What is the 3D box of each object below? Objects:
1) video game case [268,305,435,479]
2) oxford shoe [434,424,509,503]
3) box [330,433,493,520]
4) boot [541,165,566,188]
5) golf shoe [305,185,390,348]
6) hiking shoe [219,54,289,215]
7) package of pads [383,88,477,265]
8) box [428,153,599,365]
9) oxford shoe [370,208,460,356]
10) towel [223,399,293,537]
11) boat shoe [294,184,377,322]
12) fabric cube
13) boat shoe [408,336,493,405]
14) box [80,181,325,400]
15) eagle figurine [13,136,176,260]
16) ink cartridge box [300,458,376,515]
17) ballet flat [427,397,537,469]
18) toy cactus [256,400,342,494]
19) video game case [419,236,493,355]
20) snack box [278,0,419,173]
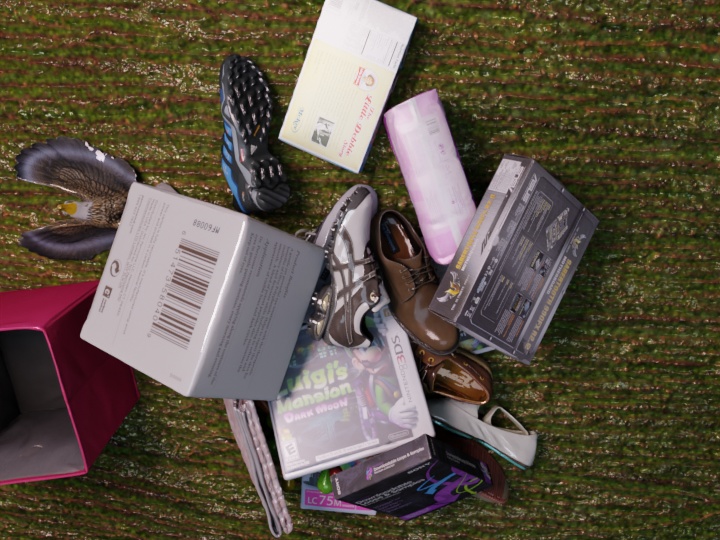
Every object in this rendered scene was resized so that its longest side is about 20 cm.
[{"bbox_3d":[-0.023,0.150,0.869,0.197,0.023,0.184,-16,72,2],"label":"video game case"},{"bbox_3d":[0.133,0.288,0.999,0.199,0.071,0.074,36,132,-11],"label":"oxford shoe"},{"bbox_3d":[0.072,0.275,0.877,0.142,0.036,0.200,-30,141,19],"label":"box"},{"bbox_3d":[0.200,-0.032,0.873,0.200,0.070,0.147,-47,118,-11],"label":"boot"},{"bbox_3d":[0.000,0.000,0.826,0.093,0.078,0.203,17,108,10],"label":"golf shoe"},{"bbox_3d":[-0.155,-0.169,0.857,0.086,0.074,0.203,-11,89,43],"label":"hiking shoe"},{"bbox_3d":[0.091,-0.114,0.832,0.075,0.121,0.203,-20,98,4],"label":"package of pads"},{"bbox_3d":[0.184,-0.009,0.791,0.157,0.048,0.202,28,88,-39],"label":"box"},{"bbox_3d":[0.064,0.014,0.840,0.072,0.084,0.202,-29,82,-12],"label":"oxford shoe"},{"bbox_3d":[-0.151,0.234,0.921,0.032,0.191,0.203,-18,106,-16],"label":"towel"},{"bbox_3d":[-0.048,-0.029,0.897,0.073,0.068,0.202,29,86,-45],"label":"boat shoe"},{"bbox_3d":[-0.435,0.140,0.893,0.193,0.200,0.203,-7,107,5],"label":"fabric cube"},{"bbox_3d":[0.093,0.126,0.916,0.198,0.068,0.073,24,106,-4],"label":"boat shoe"},{"bbox_3d":[-0.184,0.027,0.807,0.198,0.171,0.202,18,89,32],"label":"box"},{"bbox_3d":[-0.347,-0.080,0.880,0.197,0.151,0.153,15,64,27],"label":"eagle figurine"},{"bbox_3d":[-0.027,0.263,1.000,0.117,0.042,0.203,4,104,1],"label":"ink cartridge box"},{"bbox_3d":[0.172,0.218,0.975,0.198,0.070,0.070,28,105,-11],"label":"ballet flat"},{"bbox_3d":[-0.065,0.200,0.926,0.163,0.102,0.202,-29,78,-1],"label":"toy cactus"},{"bbox_3d":[0.098,0.044,0.941,0.197,0.023,0.184,-16,105,5],"label":"video game case"},{"bbox_3d":[-0.016,-0.238,0.847,0.115,0.037,0.202,23,106,3],"label":"snack box"}]
